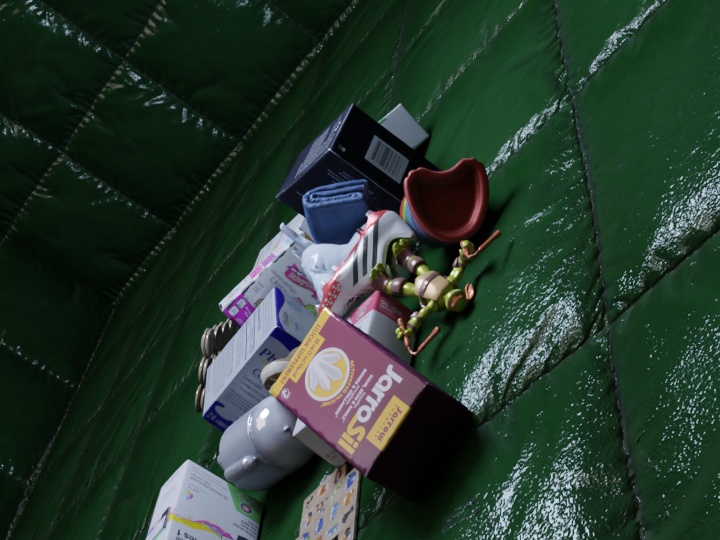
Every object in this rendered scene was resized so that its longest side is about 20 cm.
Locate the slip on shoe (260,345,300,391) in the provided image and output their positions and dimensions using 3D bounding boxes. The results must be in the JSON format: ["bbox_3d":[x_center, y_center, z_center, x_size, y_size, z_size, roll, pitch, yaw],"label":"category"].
[{"bbox_3d":[-0.091,0.142,1.588,0.075,0.200,0.061,-24,72,22],"label":"slip on shoe"}]

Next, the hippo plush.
[{"bbox_3d":[0.000,0.000,1.696,0.160,0.160,0.201,-29,54,-3],"label":"hippo plush"}]

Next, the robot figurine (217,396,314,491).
[{"bbox_3d":[-0.136,0.258,1.603,0.200,0.113,0.170,-40,3,42],"label":"robot figurine"}]

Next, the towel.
[{"bbox_3d":[-0.027,-0.068,1.752,0.201,0.110,0.049,75,-171,-56],"label":"towel"}]

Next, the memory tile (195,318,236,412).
[{"bbox_3d":[-0.262,0.171,1.953,0.200,0.017,0.155,-29,-56,-81],"label":"memory tile"}]

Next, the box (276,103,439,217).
[{"bbox_3d":[-0.005,-0.149,1.845,0.200,0.196,0.118,-34,26,51],"label":"box"}]

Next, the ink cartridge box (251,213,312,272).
[{"bbox_3d":[-0.145,-0.015,2.179,0.200,0.084,0.145,-41,23,44],"label":"ink cartridge box"}]

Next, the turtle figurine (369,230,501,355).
[{"bbox_3d":[0.098,0.014,1.450,0.161,0.064,0.201,30,83,44],"label":"turtle figurine"}]

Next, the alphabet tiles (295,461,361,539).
[{"bbox_3d":[-0.053,0.346,1.398,0.167,0.008,0.201,-48,18,28],"label":"alphabet tiles"}]

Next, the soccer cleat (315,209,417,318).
[{"bbox_3d":[0.007,0.008,1.545,0.201,0.085,0.068,-59,-25,6],"label":"soccer cleat"}]

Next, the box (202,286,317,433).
[{"bbox_3d":[-0.160,0.158,1.774,0.200,0.105,0.184,-50,17,12],"label":"box"}]

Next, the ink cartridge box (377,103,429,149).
[{"bbox_3d":[0.014,-0.200,2.009,0.200,0.088,0.145,-43,1,45],"label":"ink cartridge box"}]

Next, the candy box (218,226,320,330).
[{"bbox_3d":[-0.131,0.042,1.886,0.200,0.136,0.061,-45,18,-3],"label":"candy box"}]

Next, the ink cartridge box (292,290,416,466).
[{"bbox_3d":[-0.003,0.147,1.485,0.146,0.082,0.201,-42,19,37],"label":"ink cartridge box"}]

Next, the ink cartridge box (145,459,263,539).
[{"bbox_3d":[-0.230,0.398,1.552,0.084,0.144,0.201,-47,19,27],"label":"ink cartridge box"}]

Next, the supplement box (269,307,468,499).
[{"bbox_3d":[0.007,0.156,1.277,0.199,0.103,0.132,33,88,42],"label":"supplement box"}]

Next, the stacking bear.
[{"bbox_3d":[0.108,-0.090,1.582,0.200,0.120,0.115,169,89,-80],"label":"stacking bear"}]
